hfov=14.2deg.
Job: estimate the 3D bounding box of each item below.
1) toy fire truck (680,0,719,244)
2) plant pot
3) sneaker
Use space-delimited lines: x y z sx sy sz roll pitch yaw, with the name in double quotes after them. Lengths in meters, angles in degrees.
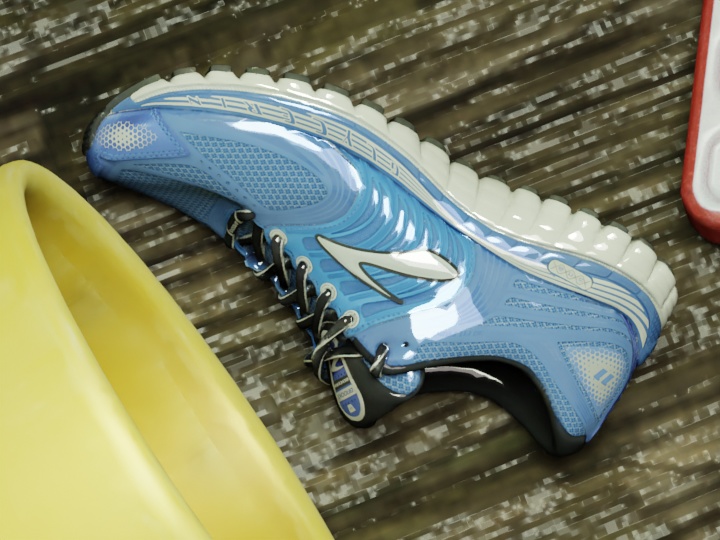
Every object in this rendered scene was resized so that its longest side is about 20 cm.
0.196 -0.104 0.965 0.167 0.112 0.201 4 79 13 "toy fire truck"
-0.119 0.101 0.854 0.189 0.201 0.201 -35 86 6 "plant pot"
0.000 0.000 0.932 0.199 0.079 0.089 24 76 -2 "sneaker"
